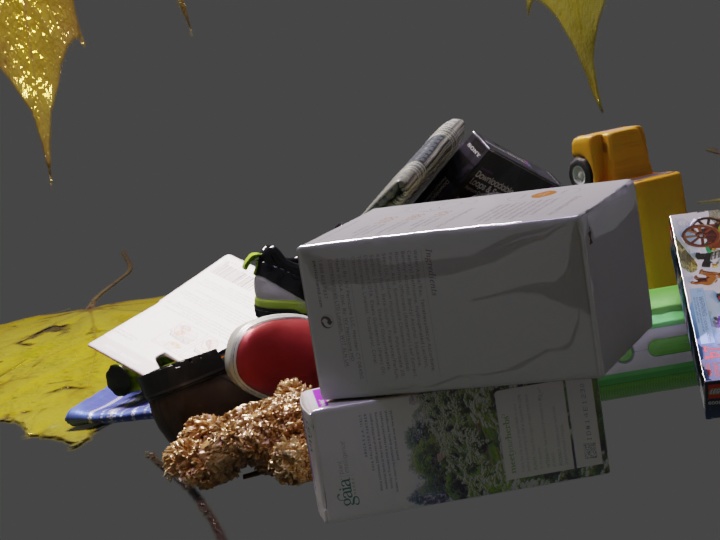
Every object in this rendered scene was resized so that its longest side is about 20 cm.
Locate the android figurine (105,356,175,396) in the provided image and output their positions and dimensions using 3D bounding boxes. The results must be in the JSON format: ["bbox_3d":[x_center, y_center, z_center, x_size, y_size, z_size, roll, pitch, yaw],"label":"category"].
[{"bbox_3d":[-0.142,0.077,1.955,0.181,0.041,0.199,0,14,39],"label":"android figurine"}]

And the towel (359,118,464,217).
[{"bbox_3d":[0.015,-0.042,1.948,0.200,0.034,0.193,-48,1,28],"label":"towel"}]

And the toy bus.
[{"bbox_3d":[0.231,-0.018,1.719,0.065,0.202,0.078,-13,7,-32],"label":"toy bus"}]

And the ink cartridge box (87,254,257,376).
[{"bbox_3d":[-0.112,0.072,1.826,0.176,0.045,0.199,-34,41,-32],"label":"ink cartridge box"}]

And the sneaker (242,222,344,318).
[{"bbox_3d":[0.000,0.000,1.760,0.198,0.084,0.072,-6,7,-14],"label":"sneaker"}]

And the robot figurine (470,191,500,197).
[{"bbox_3d":[0.068,0.004,1.928,0.199,0.146,0.058,-33,47,-25],"label":"robot figurine"}]

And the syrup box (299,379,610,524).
[{"bbox_3d":[0.063,0.110,1.405,0.198,0.080,0.081,-10,8,-3],"label":"syrup box"}]

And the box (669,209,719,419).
[{"bbox_3d":[0.309,0.024,1.538,0.135,0.038,0.201,-7,38,4],"label":"box"}]

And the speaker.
[{"bbox_3d":[0.224,0.056,1.617,0.198,0.089,0.088,-9,7,-1],"label":"speaker"}]

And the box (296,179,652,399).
[{"bbox_3d":[0.080,0.012,1.395,0.198,0.107,0.152,-5,9,22],"label":"box"}]

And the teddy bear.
[{"bbox_3d":[-0.054,0.118,1.547,0.198,0.067,0.145,-6,10,30],"label":"teddy bear"}]

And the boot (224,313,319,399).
[{"bbox_3d":[0.003,0.078,1.639,0.199,0.073,0.144,10,-3,-36],"label":"boot"}]

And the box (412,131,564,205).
[{"bbox_3d":[0.093,-0.033,2.010,0.200,0.036,0.143,-48,-36,15],"label":"box"}]

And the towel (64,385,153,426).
[{"bbox_3d":[-0.161,0.112,1.926,0.198,0.024,0.145,-7,8,17],"label":"towel"}]

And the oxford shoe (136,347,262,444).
[{"bbox_3d":[-0.089,0.098,1.698,0.199,0.085,0.072,-19,-3,-36],"label":"oxford shoe"}]
